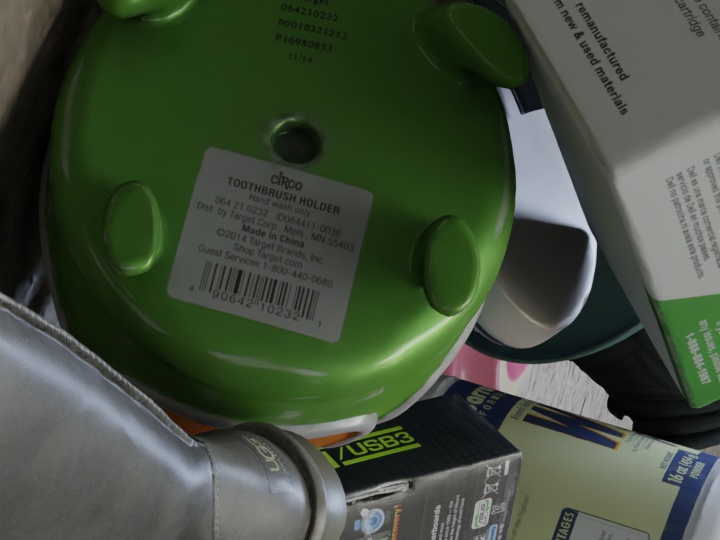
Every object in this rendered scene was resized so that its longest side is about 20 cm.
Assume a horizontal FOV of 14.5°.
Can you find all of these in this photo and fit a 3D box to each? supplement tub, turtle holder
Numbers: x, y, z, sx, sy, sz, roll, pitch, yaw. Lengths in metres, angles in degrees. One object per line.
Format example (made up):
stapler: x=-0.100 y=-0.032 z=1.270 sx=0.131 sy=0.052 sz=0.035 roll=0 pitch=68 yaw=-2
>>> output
supplement tub: x=0.065 y=0.129 z=1.255 sx=0.145 sy=0.200 sz=0.145 roll=16 pitch=90 yaw=-77
turtle holder: x=-0.033 y=-0.032 z=0.851 sx=0.132 sy=0.141 sz=0.186 roll=113 pitch=-38 yaw=-61

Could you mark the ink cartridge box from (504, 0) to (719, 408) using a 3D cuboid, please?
ink cartridge box: x=0.160 y=-0.064 z=0.848 sx=0.083 sy=0.200 sz=0.147 roll=64 pitch=0 yaw=35

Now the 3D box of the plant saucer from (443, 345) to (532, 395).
plant saucer: x=0.073 y=-0.010 z=1.459 sx=0.201 sy=0.051 sz=0.201 roll=16 pitch=90 yaw=-78

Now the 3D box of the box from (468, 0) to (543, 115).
box: x=0.071 y=-0.173 z=0.915 sx=0.122 sy=0.106 sz=0.200 roll=58 pitch=21 yaw=-55

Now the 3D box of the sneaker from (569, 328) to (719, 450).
sneaker: x=0.104 y=0.032 z=1.300 sx=0.071 sy=0.200 sz=0.099 roll=-46 pitch=128 yaw=-32

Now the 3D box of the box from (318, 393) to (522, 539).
box: x=-0.049 y=0.148 z=0.917 sx=0.193 sy=0.048 sz=0.200 roll=-11 pitch=125 yaw=-30

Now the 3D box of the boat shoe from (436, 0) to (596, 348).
boat shoe: x=0.019 y=-0.041 z=0.961 sx=0.075 sy=0.093 sz=0.200 roll=36 pitch=35 yaw=-35

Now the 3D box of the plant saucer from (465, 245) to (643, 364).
plant saucer: x=0.100 y=-0.053 z=1.233 sx=0.027 sy=0.200 sz=0.201 roll=22 pitch=83 yaw=-42

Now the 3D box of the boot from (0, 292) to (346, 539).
boot: x=-0.105 y=0.086 z=0.714 sx=0.182 sy=0.073 sz=0.200 roll=-54 pitch=154 yaw=8
